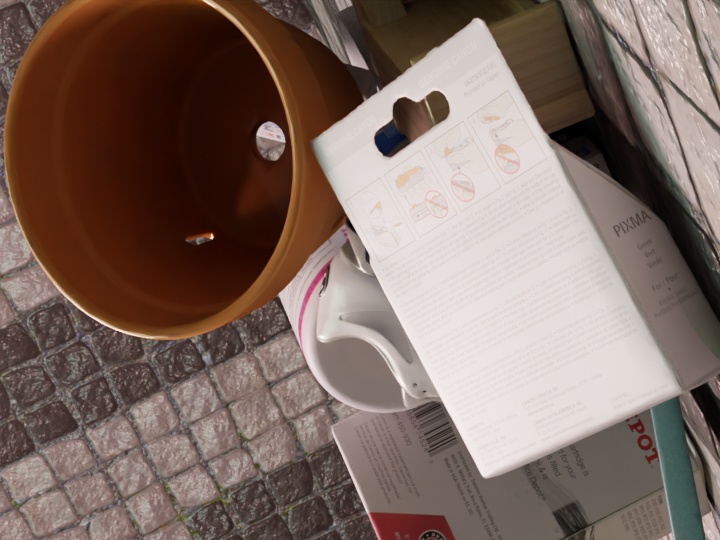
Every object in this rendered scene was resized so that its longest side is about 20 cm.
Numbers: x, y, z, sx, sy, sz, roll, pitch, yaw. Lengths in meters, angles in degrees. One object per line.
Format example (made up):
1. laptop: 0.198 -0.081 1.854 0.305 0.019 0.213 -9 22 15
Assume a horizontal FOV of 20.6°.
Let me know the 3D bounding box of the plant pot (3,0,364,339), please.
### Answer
1. plant pot: -0.085 -0.070 1.139 0.140 0.199 0.201 -16 -101 -61

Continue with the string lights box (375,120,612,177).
1. string lights box: 0.075 -0.052 1.133 0.059 0.102 0.200 64 179 -23

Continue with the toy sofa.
1. toy sofa: 0.060 -0.110 1.081 0.200 0.082 0.098 -118 7 -67

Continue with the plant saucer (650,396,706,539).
1. plant saucer: 0.174 0.126 1.073 0.070 0.019 0.201 68 -166 -61

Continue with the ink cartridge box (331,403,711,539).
1. ink cartridge box: 0.103 0.127 1.261 0.147 0.199 0.083 65 -178 32

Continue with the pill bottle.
1. pill bottle: 0.000 0.000 1.297 0.200 0.113 0.114 -119 4 -64

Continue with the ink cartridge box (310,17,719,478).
1. ink cartridge box: 0.075 -0.011 0.985 0.161 0.050 0.201 -32 84 50

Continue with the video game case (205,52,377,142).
1. video game case: -0.076 -0.120 1.311 0.200 0.181 0.024 76 -151 -81

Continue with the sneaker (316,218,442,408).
1. sneaker: 0.067 0.049 1.160 0.199 0.089 0.074 25 -167 6

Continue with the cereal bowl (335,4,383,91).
1. cereal bowl: 0.059 -0.102 1.350 0.200 0.083 0.201 154 90 -88
